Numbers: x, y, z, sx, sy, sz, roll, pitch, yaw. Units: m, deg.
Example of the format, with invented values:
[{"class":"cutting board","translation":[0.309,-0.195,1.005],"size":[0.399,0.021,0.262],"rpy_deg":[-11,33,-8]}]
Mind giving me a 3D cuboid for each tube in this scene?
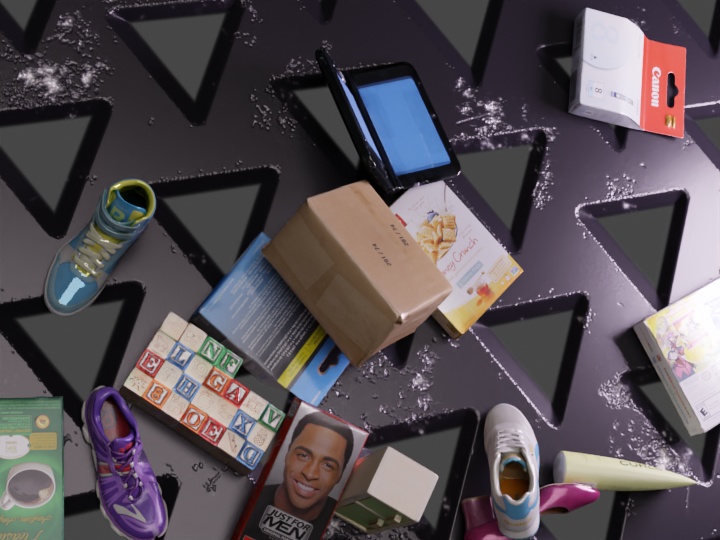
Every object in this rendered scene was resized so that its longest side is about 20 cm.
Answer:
[{"class":"tube","translation":[0.369,0.286,1.819],"size":[0.197,0.053,0.058],"rpy_deg":[8,34,-11]}]

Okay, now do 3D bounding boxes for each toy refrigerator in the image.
[{"class":"toy refrigerator","translation":[0.021,0.282,1.633],"size":[0.075,0.200,0.071],"rpy_deg":[31,68,-8]}]

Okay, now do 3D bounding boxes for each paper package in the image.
[{"class":"paper package","translation":[0.000,0.000,1.693],"size":[0.201,0.104,0.190],"rpy_deg":[49,27,9]}]

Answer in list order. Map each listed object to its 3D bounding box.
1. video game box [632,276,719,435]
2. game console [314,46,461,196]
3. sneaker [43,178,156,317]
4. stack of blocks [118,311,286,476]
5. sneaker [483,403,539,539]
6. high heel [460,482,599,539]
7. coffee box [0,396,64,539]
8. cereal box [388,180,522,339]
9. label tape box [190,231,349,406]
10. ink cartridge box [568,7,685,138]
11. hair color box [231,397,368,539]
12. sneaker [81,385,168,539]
[{"class":"video game box","translation":[0.526,0.118,1.925],"size":[0.198,0.047,0.184],"rpy_deg":[-25,85,-23]},{"class":"game console","translation":[0.040,-0.220,1.810],"size":[0.115,0.176,0.202],"rpy_deg":[-27,69,7]},{"class":"sneaker","translation":[-0.331,-0.038,1.647],"size":[0.079,0.130,0.202],"rpy_deg":[33,68,-7]},{"class":"stack of blocks","translation":[-0.197,0.160,1.674],"size":[0.199,0.059,0.116],"rpy_deg":[35,67,-6]},{"class":"sneaker","translation":[0.205,0.252,1.732],"size":[0.075,0.081,0.202],"rpy_deg":[-8,45,2]},{"class":"high heel","translation":[0.235,0.346,1.755],"size":[0.196,0.068,0.098],"rpy_deg":[-8,67,-4]},{"class":"coffee box","translation":[-0.422,0.257,1.582],"size":[0.121,0.044,0.203],"rpy_deg":[0,75,-17]},{"class":"cereal box","translation":[0.116,-0.024,1.836],"size":[0.200,0.040,0.144],"rpy_deg":[47,66,-1]},{"class":"label tape box","translation":[-0.105,0.072,1.724],"size":[0.200,0.063,0.145],"rpy_deg":[42,67,-7]},{"class":"ink cartridge box","translation":[0.422,-0.303,2.008],"size":[0.197,0.047,0.163],"rpy_deg":[11,72,-13]},{"class":"hair color box","translation":[-0.078,0.275,1.650],"size":[0.100,0.061,0.202],"rpy_deg":[25,86,-9]},{"class":"sneaker","translation":[-0.296,0.240,1.607],"size":[0.080,0.083,0.203],"rpy_deg":[-21,83,-21]}]
